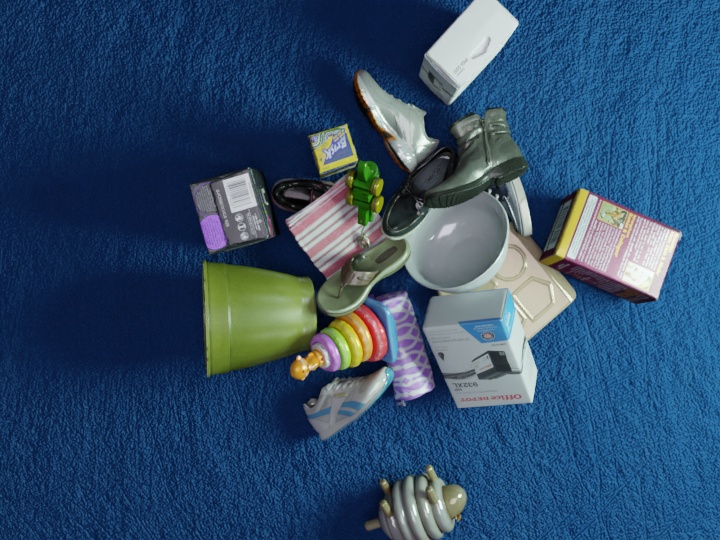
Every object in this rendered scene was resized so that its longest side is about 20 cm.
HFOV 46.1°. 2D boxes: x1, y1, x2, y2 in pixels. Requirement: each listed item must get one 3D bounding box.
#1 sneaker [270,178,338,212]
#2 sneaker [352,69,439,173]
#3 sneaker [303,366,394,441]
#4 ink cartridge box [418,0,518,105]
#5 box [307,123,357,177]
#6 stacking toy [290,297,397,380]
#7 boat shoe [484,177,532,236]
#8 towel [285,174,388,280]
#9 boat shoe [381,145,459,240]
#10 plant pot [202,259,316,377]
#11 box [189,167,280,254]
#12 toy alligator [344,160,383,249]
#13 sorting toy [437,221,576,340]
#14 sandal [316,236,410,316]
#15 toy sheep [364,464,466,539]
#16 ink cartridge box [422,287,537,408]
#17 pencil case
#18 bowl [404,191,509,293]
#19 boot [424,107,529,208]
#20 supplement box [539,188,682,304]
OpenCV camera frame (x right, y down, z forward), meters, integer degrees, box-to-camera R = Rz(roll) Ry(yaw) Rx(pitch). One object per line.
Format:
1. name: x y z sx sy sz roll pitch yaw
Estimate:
1. sneaker: -0.065 -0.124 1.505 0.197 0.086 0.081 0 95 0
2. sneaker: 0.063 -0.279 1.507 0.092 0.076 0.201 -35 101 -5
3. sneaker: -0.023 0.226 1.514 0.200 0.076 0.081 -40 86 26
4. ink cartridge box: 0.177 -0.369 1.428 0.085 0.200 0.146 43 93 -3
5. box: -0.046 -0.200 1.441 0.069 0.200 0.065 -18 94 0
6. stacking toy: -0.042 0.132 1.438 0.199 0.109 0.117 -27 120 -34
7. boat shoe: 0.239 -0.149 1.515 0.092 0.075 0.202 -17 85 6
8. towel: -0.026 -0.057 1.502 0.146 0.030 0.201 -36 124 0
9. boat shoe: 0.106 -0.141 1.483 0.074 0.066 0.199 41 75 16
10. plant pot: -0.177 0.080 1.482 0.190 0.200 0.203 -2 95 -11
11. box: -0.209 -0.102 1.450 0.105 0.200 0.124 -15 95 1
12. toy alligator: 0.012 -0.122 1.435 0.059 0.201 0.055 18 53 17
13. sorting toy: 0.266 0.040 1.548 0.200 0.036 0.185 -41 94 -1
14. sandal: 0.000 -0.001 1.456 0.201 0.058 0.080 -41 55 -16
15. toy sheep: 0.098 0.432 1.532 0.198 0.138 0.139 -17 95 16
16. ink cartridge box: 0.210 0.138 1.465 0.143 0.084 0.201 -8 127 25
17. pencil case: 0.072 0.137 1.534 0.083 0.085 0.202 -18 96 -36
18. bowl: 0.179 -0.037 1.491 0.199 0.090 0.203 -15 55 23
19. boot: 0.180 -0.195 1.459 0.198 0.068 0.132 -23 76 -8
20. supplement box: 0.438 -0.041 1.495 0.198 0.103 0.132 24 82 -1
